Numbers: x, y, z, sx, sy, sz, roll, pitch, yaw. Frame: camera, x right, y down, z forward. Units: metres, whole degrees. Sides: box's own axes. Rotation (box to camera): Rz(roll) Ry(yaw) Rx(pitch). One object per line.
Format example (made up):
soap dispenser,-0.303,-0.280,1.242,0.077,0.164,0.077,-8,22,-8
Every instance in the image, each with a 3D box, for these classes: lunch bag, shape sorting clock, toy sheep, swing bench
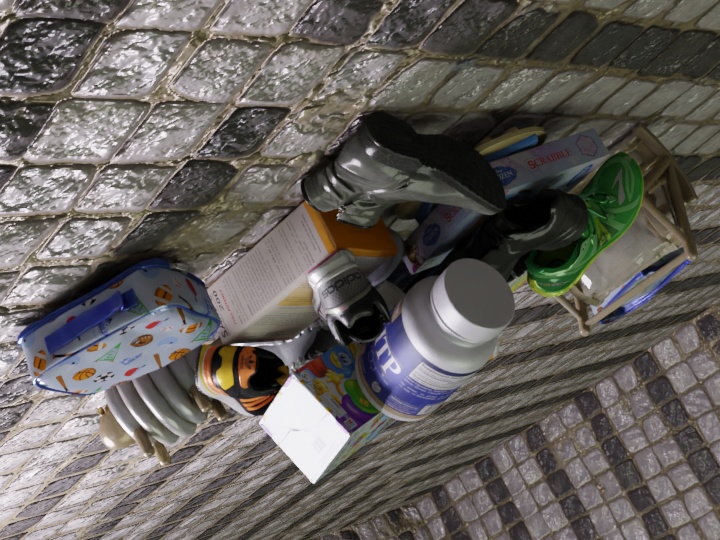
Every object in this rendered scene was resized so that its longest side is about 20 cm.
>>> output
lunch bag,-0.255,0.060,1.185,0.199,0.076,0.160,-30,159,11
lunch bag,0.389,-0.031,1.692,0.123,0.171,0.200,-13,156,-24
shape sorting clock,0.129,-0.115,1.301,0.199,0.039,0.200,-27,166,-7
toy sheep,-0.237,0.149,1.357,0.199,0.138,0.138,-36,162,-2
swing bench,0.337,-0.057,1.484,0.199,0.130,0.200,-40,-165,35

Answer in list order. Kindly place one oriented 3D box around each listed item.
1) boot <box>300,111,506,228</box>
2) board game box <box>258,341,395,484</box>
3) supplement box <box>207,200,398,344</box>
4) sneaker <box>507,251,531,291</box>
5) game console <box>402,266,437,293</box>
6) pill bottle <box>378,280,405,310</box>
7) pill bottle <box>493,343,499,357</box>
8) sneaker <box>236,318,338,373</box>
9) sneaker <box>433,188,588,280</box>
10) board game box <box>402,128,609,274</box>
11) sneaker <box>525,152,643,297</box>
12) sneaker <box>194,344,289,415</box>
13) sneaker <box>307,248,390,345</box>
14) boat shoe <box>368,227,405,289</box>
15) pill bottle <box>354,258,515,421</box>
boot,0.045,-0.087,1.166,0.199,0.068,0.131,21,138,-30
board game box,-0.011,0.153,1.361,0.200,0.103,0.105,-28,159,-50
supplement box,-0.072,0.003,1.282,0.200,0.074,0.126,-39,158,28
sneaker,0.166,0.015,1.429,0.200,0.079,0.090,-35,167,30
game console,0.068,0.090,1.577,0.170,0.118,0.200,-34,170,-42
pill bottle,-0.013,0.104,1.574,0.116,0.117,0.200,-13,157,-36
pill bottle,0.114,0.126,1.783,0.199,0.117,0.117,-25,162,-9
sneaker,-0.076,0.127,1.455,0.199,0.116,0.075,-12,170,33
sneaker,0.159,-0.036,1.266,0.199,0.076,0.091,-36,152,18
board game box,0.169,-0.081,1.329,0.199,0.041,0.200,-20,164,-32
sneaker,0.268,-0.057,1.314,0.201,0.074,0.084,-54,150,-4
sneaker,-0.117,0.134,1.331,0.089,0.071,0.200,-2,164,23
sneaker,-0.008,0.048,1.236,0.073,0.088,0.200,-27,161,-3
boat shoe,0.000,0.000,1.397,0.056,0.069,0.200,-10,162,-39
pill bottle,0.086,0.076,1.253,0.119,0.120,0.200,-13,155,-37
